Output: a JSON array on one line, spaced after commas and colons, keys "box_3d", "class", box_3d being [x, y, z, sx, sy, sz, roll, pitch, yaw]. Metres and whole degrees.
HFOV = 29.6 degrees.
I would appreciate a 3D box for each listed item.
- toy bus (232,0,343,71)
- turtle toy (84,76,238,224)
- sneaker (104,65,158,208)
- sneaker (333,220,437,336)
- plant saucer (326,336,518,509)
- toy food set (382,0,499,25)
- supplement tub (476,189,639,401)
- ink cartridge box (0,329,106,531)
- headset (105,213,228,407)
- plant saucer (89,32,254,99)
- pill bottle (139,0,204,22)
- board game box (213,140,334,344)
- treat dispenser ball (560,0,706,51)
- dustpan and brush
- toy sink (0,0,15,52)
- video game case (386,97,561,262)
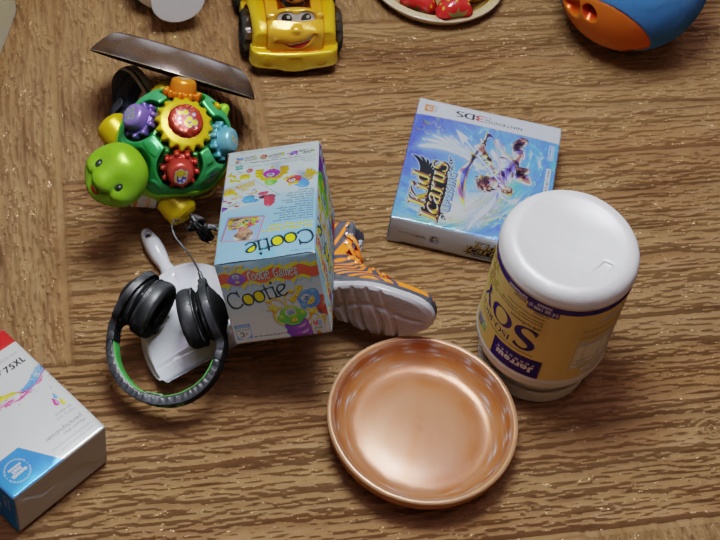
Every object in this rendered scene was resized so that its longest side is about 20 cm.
[{"box_3d": [-0.086, -0.379, 1.706, 0.134, 0.193, 0.201, -2, 54, -11], "class": "toy bus"}, {"box_3d": [-0.216, -0.131, 1.482, 0.200, 0.101, 0.146, -39, 86, -28], "class": "turtle toy"}, {"box_3d": [-0.264, -0.157, 1.581, 0.079, 0.079, 0.201, -14, 57, -25], "class": "sneaker"}, {"box_3d": [0.000, 0.000, 1.478, 0.198, 0.078, 0.112, 12, 49, 20], "class": "sneaker"}, {"box_3d": [0.062, 0.160, 1.407, 0.198, 0.038, 0.201, 4, 53, -5], "class": "plant saucer"}, {"box_3d": [0.102, -0.410, 1.845, 0.200, 0.049, 0.198, 37, 57, 20], "class": "toy food set"}, {"box_3d": [0.199, 0.031, 1.421, 0.144, 0.201, 0.146, 4, 51, -5], "class": "supplement tub"}, {"box_3d": [-0.357, 0.143, 1.343, 0.200, 0.068, 0.116, 38, 57, 21], "class": "ink cartridge box"}, {"box_3d": [-0.188, 0.041, 1.406, 0.122, 0.094, 0.202, 10, 81, 7], "class": "headset"}, {"box_3d": [-0.216, -0.242, 1.597, 0.198, 0.200, 0.032, 16, 93, 5], "class": "plant saucer"}, {"box_3d": [-0.255, -0.414, 1.761, 0.110, 0.111, 0.201, -9, 55, -14], "class": "pill bottle"}, {"box_3d": [-0.085, -0.032, 1.412, 0.104, 0.104, 0.201, -7, 37, 6], "class": "board game box"}, {"box_3d": [0.353, -0.385, 1.763, 0.199, 0.202, 0.202, 4, 52, -5], "class": "treat dispenser ball"}, {"box_3d": [-0.195, 0.021, 1.477, 0.139, 0.057, 0.201, -28, 66, -12], "class": "dustpan and brush"}, {"box_3d": [-0.495, -0.365, 1.634, 0.129, 0.201, 0.113, 8, 52, -1], "class": "toy sink"}, {"box_3d": [0.137, -0.104, 1.617, 0.180, 0.046, 0.201, 12, 52, 3], "class": "video game case"}]
